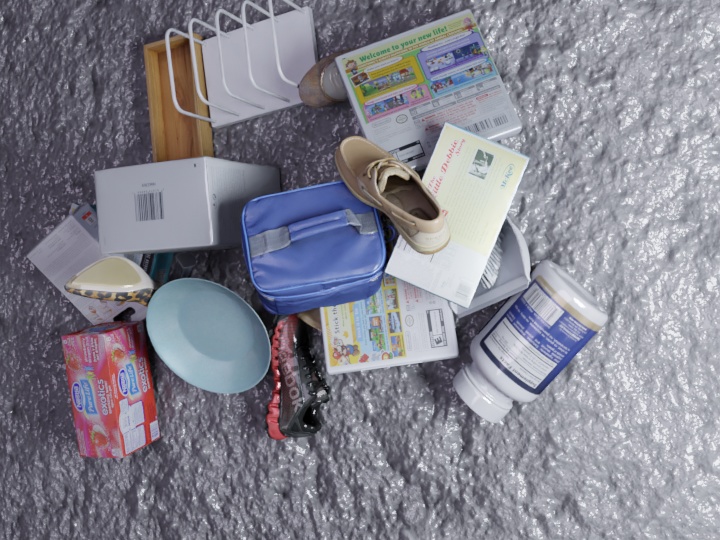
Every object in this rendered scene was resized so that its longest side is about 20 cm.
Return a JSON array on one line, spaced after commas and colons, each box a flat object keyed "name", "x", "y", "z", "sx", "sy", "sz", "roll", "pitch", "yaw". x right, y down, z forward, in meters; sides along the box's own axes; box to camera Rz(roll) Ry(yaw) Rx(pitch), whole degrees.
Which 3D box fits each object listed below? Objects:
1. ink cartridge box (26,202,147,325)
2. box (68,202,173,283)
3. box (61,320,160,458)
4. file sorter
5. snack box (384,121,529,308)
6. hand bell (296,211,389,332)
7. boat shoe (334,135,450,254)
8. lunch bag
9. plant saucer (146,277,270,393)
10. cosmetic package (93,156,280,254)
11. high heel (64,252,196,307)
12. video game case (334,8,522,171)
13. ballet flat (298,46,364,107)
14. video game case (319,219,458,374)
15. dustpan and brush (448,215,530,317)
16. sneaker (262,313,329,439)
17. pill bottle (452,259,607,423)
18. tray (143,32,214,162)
[{"name": "ink cartridge box", "x": -0.429, "y": 0.005, "z": 1.338, "sx": 0.161, "sy": 0.050, "sz": 0.200, "roll": -28, "pitch": 112, "yaw": 37}, {"name": "box", "x": -0.404, "y": -0.044, "z": 1.361, "sx": 0.198, "sy": 0.049, "sz": 0.084, "roll": 22, "pitch": 100, "yaw": 23}, {"name": "box", "x": -0.402, "y": 0.190, "z": 1.321, "sx": 0.094, "sy": 0.099, "sz": 0.204, "roll": -4, "pitch": 97, "yaw": 24}, {"name": "file sorter", "x": -0.177, "y": -0.312, "z": 1.216, "sx": 0.197, "sy": 0.124, "sz": 0.142, "roll": -10, "pitch": 86, "yaw": 25}, {"name": "snack box", "x": 0.119, "y": -0.068, "z": 1.020, "sx": 0.115, "sy": 0.037, "sz": 0.203, "roll": 23, "pitch": 92, "yaw": 3}, {"name": "hand bell", "x": 0.000, "y": 0.000, "z": 1.169, "sx": 0.103, "sy": 0.104, "sz": 0.202, "roll": 28, "pitch": 89, "yaw": 22}, {"name": "boat shoe", "x": 0.037, "y": -0.106, "z": 0.977, "sx": 0.071, "sy": 0.065, "sz": 0.200, "roll": -37, "pitch": 60, "yaw": -14}, {"name": "lunch bag", "x": -0.052, "y": -0.031, "z": 1.055, "sx": 0.196, "sy": 0.132, "sz": 0.138, "roll": -13, "pitch": 75, "yaw": -2}, {"name": "plant saucer", "x": -0.218, "y": 0.090, "z": 1.203, "sx": 0.197, "sy": 0.039, "sz": 0.204, "roll": 8, "pitch": 121, "yaw": 13}, {"name": "cosmetic package", "x": -0.247, "y": -0.091, "z": 1.207, "sx": 0.196, "sy": 0.199, "sz": 0.125, "roll": -3, "pitch": 93, "yaw": 25}, {"name": "high heel", "x": -0.347, "y": 0.044, "z": 1.214, "sx": 0.072, "sy": 0.198, "sz": 0.143, "roll": 58, "pitch": 138, "yaw": 27}, {"name": "video game case", "x": 0.087, "y": -0.230, "z": 1.072, "sx": 0.197, "sy": 0.022, "sz": 0.185, "roll": -21, "pitch": 77, "yaw": -4}, {"name": "ballet flat", "x": 0.003, "y": -0.280, "z": 1.131, "sx": 0.197, "sy": 0.067, "sz": 0.069, "roll": -23, "pitch": 106, "yaw": 6}, {"name": "video game case", "x": 0.031, "y": 0.030, "z": 1.118, "sx": 0.178, "sy": 0.023, "sz": 0.204, "roll": -7, "pitch": 76, "yaw": -1}, {"name": "dustpan and brush", "x": 0.162, "y": -0.055, "z": 1.085, "sx": 0.139, "sy": 0.057, "sz": 0.203, "roll": -30, "pitch": 42, "yaw": 46}, {"name": "sneaker", "x": -0.088, "y": 0.153, "z": 1.205, "sx": 0.096, "sy": 0.071, "sz": 0.205, "roll": 5, "pitch": 94, "yaw": 25}, {"name": "pill bottle", "x": 0.210, "y": 0.096, "z": 1.045, "sx": 0.111, "sy": 0.111, "sz": 0.201, "roll": 45, "pitch": 107, "yaw": 18}, {"name": "tray", "x": -0.293, "y": -0.270, "z": 1.318, "sx": 0.097, "sy": 0.037, "sz": 0.204, "roll": -7, "pitch": 87, "yaw": 25}]
